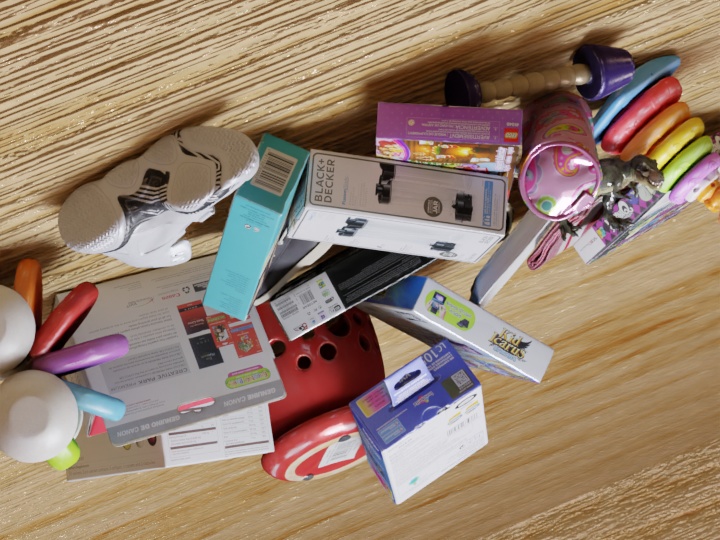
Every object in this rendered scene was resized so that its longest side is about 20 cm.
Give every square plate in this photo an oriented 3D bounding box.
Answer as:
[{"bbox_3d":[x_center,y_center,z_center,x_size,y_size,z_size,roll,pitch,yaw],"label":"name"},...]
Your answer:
[{"bbox_3d":[0.185,-0.033,1.903,0.198,0.028,0.200,-50,174,-6],"label":"square plate"}]

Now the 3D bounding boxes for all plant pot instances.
[{"bbox_3d":[-0.062,0.141,1.986,0.199,0.184,0.201,-18,158,-8],"label":"plant pot"}]

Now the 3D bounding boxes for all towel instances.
[{"bbox_3d":[0.299,-0.075,2.009,0.199,0.023,0.144,-28,164,-29],"label":"towel"}]

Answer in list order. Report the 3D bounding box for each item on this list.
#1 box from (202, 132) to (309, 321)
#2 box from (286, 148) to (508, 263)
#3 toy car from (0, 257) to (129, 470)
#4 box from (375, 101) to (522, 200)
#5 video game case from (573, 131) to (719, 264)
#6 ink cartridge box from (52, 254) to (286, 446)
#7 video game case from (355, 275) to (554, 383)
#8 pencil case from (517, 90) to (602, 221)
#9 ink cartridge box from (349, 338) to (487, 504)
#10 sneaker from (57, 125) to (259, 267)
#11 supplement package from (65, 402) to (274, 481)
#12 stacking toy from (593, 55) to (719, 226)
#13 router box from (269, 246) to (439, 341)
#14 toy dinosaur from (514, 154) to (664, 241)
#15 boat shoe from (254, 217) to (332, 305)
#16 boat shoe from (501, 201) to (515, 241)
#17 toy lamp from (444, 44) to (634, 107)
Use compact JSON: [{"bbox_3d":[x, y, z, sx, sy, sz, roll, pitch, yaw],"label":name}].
[{"bbox_3d":[-0.103,-0.039,1.615,0.049,0.083,0.200,23,146,0],"label":"box"},{"bbox_3d":[0.034,-0.061,1.628,0.198,0.061,0.117,7,165,-9],"label":"box"},{"bbox_3d":[-0.296,0.084,1.581,0.149,0.201,0.175,-27,178,-9],"label":"toy car"},{"bbox_3d":[0.083,-0.109,1.630,0.135,0.039,0.200,3,165,2],"label":"box"},{"bbox_3d":[0.368,-0.096,1.988,0.199,0.036,0.181,-26,165,-41],"label":"video game case"},{"bbox_3d":[-0.200,0.094,1.726,0.198,0.177,0.084,-14,157,-23],"label":"ink cartridge box"},{"bbox_3d":[0.097,0.060,1.895,0.180,0.046,0.200,30,171,-22],"label":"video game case"},{"bbox_3d":[0.197,-0.117,1.653,0.087,0.088,0.200,-29,-166,15],"label":"pencil case"},{"bbox_3d":[0.067,0.164,1.865,0.136,0.077,0.200,-33,155,-10],"label":"ink cartridge box"},{"bbox_3d":[-0.169,-0.064,1.528,0.199,0.076,0.115,-24,160,14],"label":"sneaker"},{"bbox_3d":[-0.223,0.168,1.883,0.155,0.112,0.199,-3,172,-43],"label":"supplement package"},{"bbox_3d":[0.339,-0.115,1.755,0.116,0.200,0.110,-34,167,-33],"label":"stacking toy"},{"bbox_3d":[0.000,0.000,1.793,0.199,0.051,0.149,-29,-175,1],"label":"router box"},{"bbox_3d":[0.241,-0.080,1.770,0.199,0.089,0.047,0,-152,34],"label":"toy dinosaur"},{"bbox_3d":[-0.088,-0.026,1.752,0.200,0.063,0.073,-36,-159,48],"label":"boat shoe"},{"bbox_3d":[0.143,-0.061,1.880,0.071,0.063,0.200,-25,161,-1],"label":"boat shoe"},{"bbox_3d":[0.179,-0.186,1.631,0.198,0.059,0.058,-11,156,-24],"label":"toy lamp"}]
